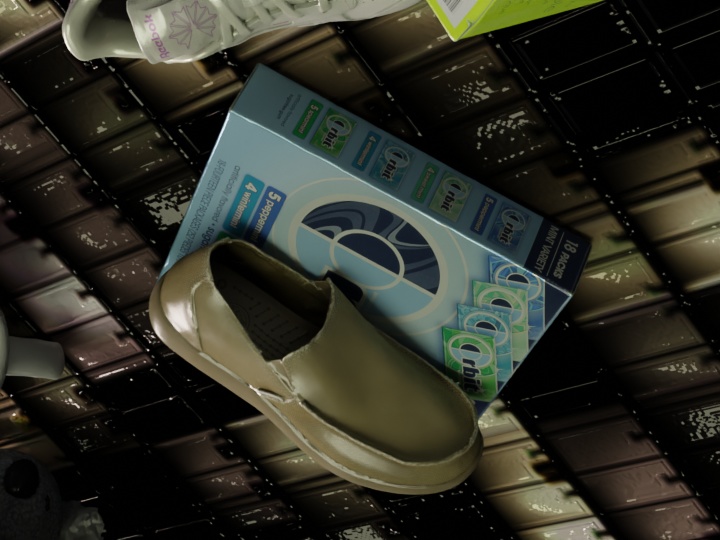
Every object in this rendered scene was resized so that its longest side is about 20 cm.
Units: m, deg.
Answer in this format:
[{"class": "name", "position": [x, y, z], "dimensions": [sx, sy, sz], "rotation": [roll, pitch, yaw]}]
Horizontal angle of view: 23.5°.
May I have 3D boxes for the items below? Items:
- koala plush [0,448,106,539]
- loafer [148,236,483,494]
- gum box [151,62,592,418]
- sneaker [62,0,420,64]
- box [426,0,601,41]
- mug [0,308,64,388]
[{"class": "koala plush", "position": [-0.265, 0.192, 1.175], "dimensions": [0.177, 0.200, 0.184], "rotation": [28, 121, -8]}, {"class": "loafer", "position": [-0.020, 0.051, 0.921], "dimensions": [0.200, 0.076, 0.067], "rotation": [28, 146, -2]}, {"class": "gum box", "position": [0.000, 0.000, 0.951], "dimensions": [0.200, 0.045, 0.170], "rotation": [28, 139, -2]}, {"class": "sneaker", "position": [-0.049, -0.129, 0.806], "dimensions": [0.200, 0.100, 0.075], "rotation": [-4, 128, 29]}, {"class": "box", "position": [0.123, -0.155, 0.651], "dimensions": [0.048, 0.200, 0.122], "rotation": [58, 140, 14]}, {"class": "mug", "position": [-0.279, 0.050, 1.069], "dimensions": [0.200, 0.148, 0.175], "rotation": [7, 173, -42]}]
